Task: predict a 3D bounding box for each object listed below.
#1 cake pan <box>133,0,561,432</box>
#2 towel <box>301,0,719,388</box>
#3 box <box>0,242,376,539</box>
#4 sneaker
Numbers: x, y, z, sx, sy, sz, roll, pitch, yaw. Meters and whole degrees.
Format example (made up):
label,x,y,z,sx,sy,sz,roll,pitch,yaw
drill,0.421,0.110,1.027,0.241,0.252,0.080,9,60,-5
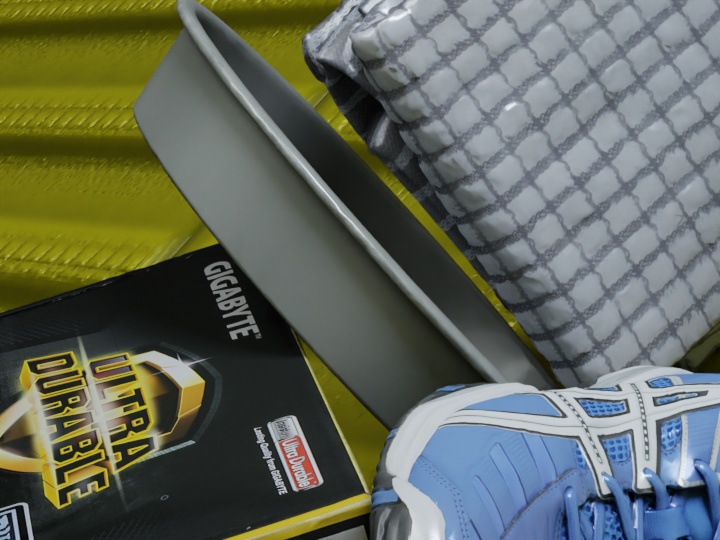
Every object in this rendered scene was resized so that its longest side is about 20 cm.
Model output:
label,x,y,z,sx,sy,sz,roll,pitch,yaw
cake pan,0.000,0.000,0.878,0.037,0.200,0.200,-42,24,5
towel,0.096,-0.071,0.916,0.200,0.166,0.086,-42,21,-13
box,-0.084,0.065,0.802,0.159,0.049,0.200,-19,23,-4
sneaker,0.071,0.059,0.753,0.077,0.076,0.200,-7,8,34
